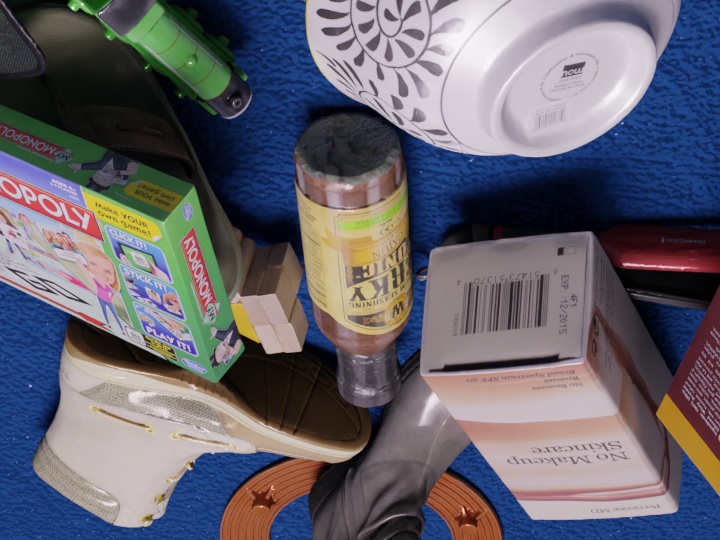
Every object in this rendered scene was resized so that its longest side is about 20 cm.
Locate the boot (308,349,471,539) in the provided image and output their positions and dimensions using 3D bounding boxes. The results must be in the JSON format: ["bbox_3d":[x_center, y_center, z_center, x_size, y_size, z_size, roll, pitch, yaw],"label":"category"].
[{"bbox_3d":[0.032,0.144,1.215,0.068,0.131,0.200,27,120,-19],"label":"boot"}]

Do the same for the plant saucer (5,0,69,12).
[{"bbox_3d":[-0.222,-0.187,0.975,0.200,0.039,0.201,1,135,1],"label":"plant saucer"}]

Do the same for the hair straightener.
[{"bbox_3d":[0.132,0.010,1.149,0.199,0.041,0.077,0,135,4],"label":"hair straightener"}]

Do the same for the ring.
[{"bbox_3d":[0.000,0.195,1.360,0.200,0.019,0.201,2,135,2],"label":"ring"}]

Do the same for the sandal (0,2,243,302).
[{"bbox_3d":[-0.124,-0.058,1.034,0.080,0.057,0.201,-36,108,0],"label":"sandal"}]

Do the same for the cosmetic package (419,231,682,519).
[{"bbox_3d":[0.117,0.067,1.139,0.103,0.087,0.200,-8,147,23],"label":"cosmetic package"}]

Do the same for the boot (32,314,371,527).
[{"bbox_3d":[-0.105,0.108,1.243,0.199,0.072,0.155,17,133,-7],"label":"boot"}]

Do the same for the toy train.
[{"bbox_3d":[-0.120,-0.136,0.978,0.042,0.056,0.200,-49,136,2],"label":"toy train"}]

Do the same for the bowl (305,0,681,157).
[{"bbox_3d":[0.082,-0.118,0.932,0.200,0.094,0.201,-18,145,-13],"label":"bowl"}]

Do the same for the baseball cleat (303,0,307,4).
[{"bbox_3d":[-0.024,-0.148,0.980,0.199,0.070,0.107,2,135,3],"label":"baseball cleat"}]

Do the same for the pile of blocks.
[{"bbox_3d":[-0.117,-0.018,1.126,0.200,0.062,0.082,33,130,-15],"label":"pile of blocks"}]

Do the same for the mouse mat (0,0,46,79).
[{"bbox_3d":[-0.267,-0.152,0.980,0.200,0.008,0.161,2,141,36],"label":"mouse mat"}]

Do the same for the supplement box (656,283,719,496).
[{"bbox_3d":[0.300,0.038,1.045,0.197,0.133,0.200,-15,143,-29],"label":"supplement box"}]

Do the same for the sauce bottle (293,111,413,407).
[{"bbox_3d":[0.000,0.000,1.133,0.064,0.065,0.200,-2,136,5],"label":"sauce bottle"}]

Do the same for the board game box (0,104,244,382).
[{"bbox_3d":[-0.160,-0.026,1.020,0.200,0.029,0.135,23,150,26],"label":"board game box"}]
